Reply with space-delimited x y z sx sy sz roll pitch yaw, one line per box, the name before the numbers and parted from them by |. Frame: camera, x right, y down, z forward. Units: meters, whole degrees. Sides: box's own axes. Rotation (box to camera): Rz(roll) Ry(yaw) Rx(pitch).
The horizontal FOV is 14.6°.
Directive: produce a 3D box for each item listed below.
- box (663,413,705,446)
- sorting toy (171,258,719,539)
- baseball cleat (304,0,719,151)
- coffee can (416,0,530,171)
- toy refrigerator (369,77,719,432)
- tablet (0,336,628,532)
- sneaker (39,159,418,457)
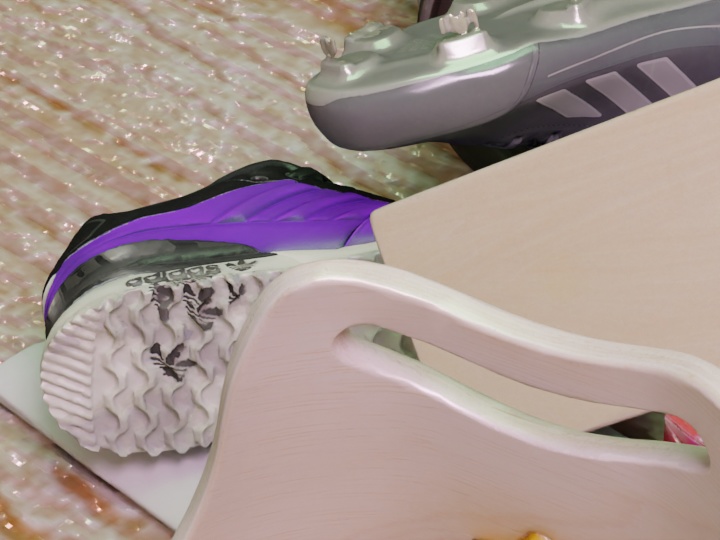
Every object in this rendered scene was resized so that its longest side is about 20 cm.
box | 0.182 0.067 0.762 0.200 0.100 0.095 -20 40 -27
sorting toy | 0.035 0.084 0.660 0.199 0.180 0.107 18 41 22
baseball cleat | 0.080 -0.045 0.853 0.199 0.107 0.070 -18 19 -22
coffee can | 0.087 -0.132 1.003 0.146 0.147 0.200 -1 35 -3
toy refrigerator | 0.111 -0.016 0.735 0.200 0.076 0.070 -21 -1 26
tablet | -0.004 0.052 0.855 0.130 0.014 0.200 -28 44 -35
sneaker | 0.000 -0.001 0.858 0.199 0.070 0.100 -2 28 -9
